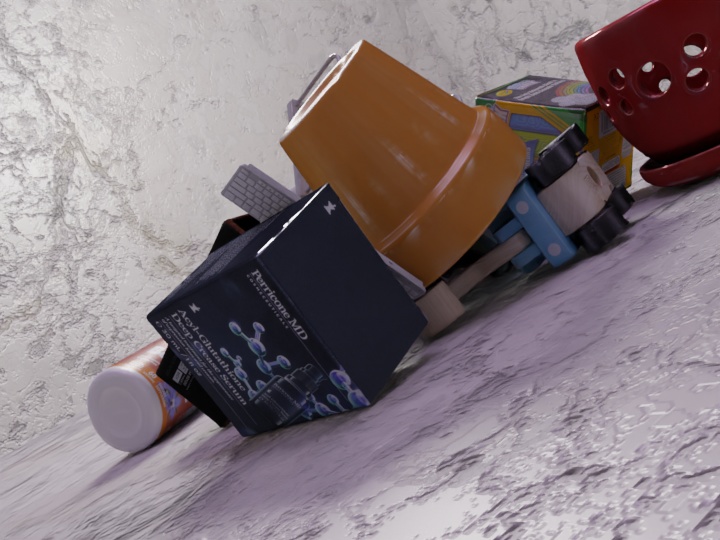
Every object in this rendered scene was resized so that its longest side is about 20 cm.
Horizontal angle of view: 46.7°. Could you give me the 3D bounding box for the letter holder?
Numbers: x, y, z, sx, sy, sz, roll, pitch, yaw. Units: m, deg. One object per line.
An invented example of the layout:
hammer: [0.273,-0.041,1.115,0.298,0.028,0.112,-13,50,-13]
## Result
letter holder: [-0.117,0.043,0.924,0.203,0.100,0.142,-61,-12,23]

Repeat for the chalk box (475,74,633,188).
chalk box: [0.217,-0.160,1.019,0.123,0.127,0.198,-26,31,-38]

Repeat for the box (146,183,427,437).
box: [-0.067,0.043,0.725,0.198,0.149,0.107,-24,18,47]

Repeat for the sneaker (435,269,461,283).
sneaker: [0.102,-0.012,1.049,0.072,0.087,0.198,11,6,39]

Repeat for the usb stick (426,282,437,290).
usb stick: [0.009,0.031,0.872,0.197,0.033,0.055,0,-18,-45]

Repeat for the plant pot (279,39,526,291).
plant pot: [0.027,-0.110,0.802,0.200,0.183,0.201,-46,14,15]

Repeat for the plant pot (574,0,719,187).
plant pot: [0.344,-0.198,0.853,0.197,0.186,0.200,-27,4,2]

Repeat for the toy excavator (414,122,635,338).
toy excavator: [0.148,-0.026,0.802,0.199,0.100,0.194,-41,0,31]

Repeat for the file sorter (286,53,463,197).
file sorter: [0.028,-0.158,1.022,0.196,0.142,0.124,9,-30,-32]

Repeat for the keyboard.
keyboard: [-0.032,-0.026,0.743,0.056,0.198,0.011,-40,21,48]

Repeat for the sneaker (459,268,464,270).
sneaker: [0.193,-0.052,1.028,0.076,0.074,0.199,-3,29,46]

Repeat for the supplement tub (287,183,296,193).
supplement tub: [-0.014,-0.035,1.119,0.143,0.203,0.145,-28,2,1]

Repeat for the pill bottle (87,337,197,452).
pill bottle: [-0.269,0.154,1.135,0.111,0.114,0.200,-26,4,23]

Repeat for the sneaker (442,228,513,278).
sneaker: [0.165,-0.036,0.909,0.195,0.083,0.074,-11,-29,16]
